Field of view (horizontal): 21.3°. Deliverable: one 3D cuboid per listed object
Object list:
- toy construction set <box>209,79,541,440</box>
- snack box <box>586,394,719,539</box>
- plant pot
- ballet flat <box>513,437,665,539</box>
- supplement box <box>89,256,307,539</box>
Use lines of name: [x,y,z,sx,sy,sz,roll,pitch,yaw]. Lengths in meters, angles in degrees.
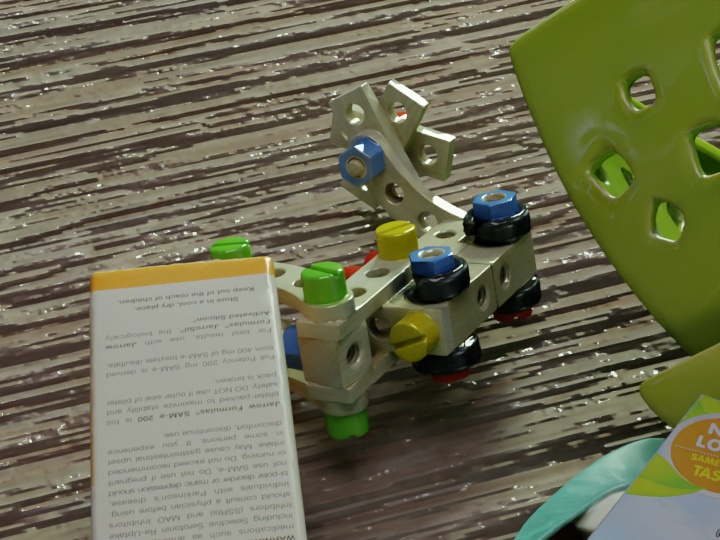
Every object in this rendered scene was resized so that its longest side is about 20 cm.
toy construction set: [0.000,0.000,0.828,0.131,0.092,0.200,3,39,30]
snack box: [0.148,0.143,0.566,0.199,0.068,0.169,25,47,25]
plant pot: [0.200,-0.026,0.707,0.199,0.200,0.182,-29,59,30]
ballet flat: [0.076,0.123,0.684,0.200,0.068,0.070,-32,6,-32]
supplement box: [-0.055,0.108,0.677,0.073,0.126,0.200,-5,41,-4]
